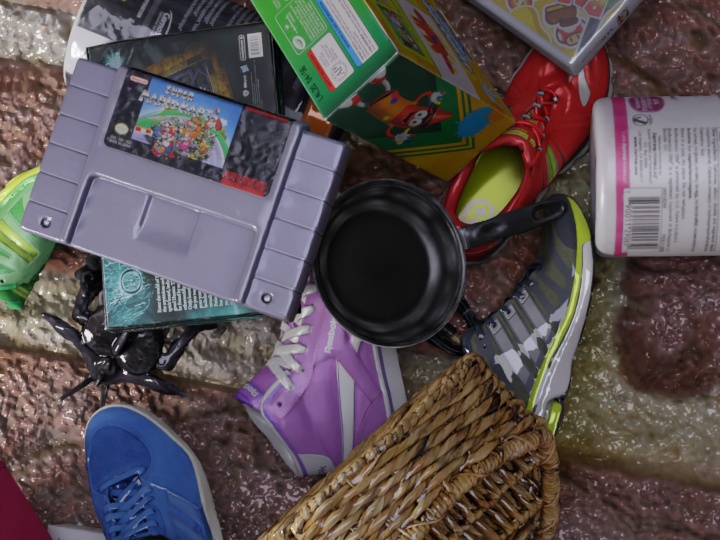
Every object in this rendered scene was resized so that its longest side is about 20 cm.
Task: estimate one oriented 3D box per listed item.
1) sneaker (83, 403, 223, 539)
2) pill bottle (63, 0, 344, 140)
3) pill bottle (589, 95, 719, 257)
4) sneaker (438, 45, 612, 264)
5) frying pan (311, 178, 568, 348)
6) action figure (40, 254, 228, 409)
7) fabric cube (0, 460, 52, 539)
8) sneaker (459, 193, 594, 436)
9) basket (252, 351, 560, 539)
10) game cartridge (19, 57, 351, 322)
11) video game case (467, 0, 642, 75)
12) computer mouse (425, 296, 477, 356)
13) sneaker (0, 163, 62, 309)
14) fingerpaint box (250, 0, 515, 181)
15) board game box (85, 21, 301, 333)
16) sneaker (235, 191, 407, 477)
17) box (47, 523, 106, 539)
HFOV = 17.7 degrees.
[{"bbox_3d":[-0.144,0.175,1.531,0.076,0.111,0.201,-28,74,15],"label":"sneaker"},{"bbox_3d":[-0.104,-0.141,1.657,0.199,0.106,0.107,22,82,7],"label":"pill bottle"},{"bbox_3d":[0.263,-0.067,1.622,0.199,0.113,0.114,0,80,2],"label":"pill bottle"},{"bbox_3d":[0.120,-0.091,1.648,0.077,0.085,0.201,30,83,7],"label":"sneaker"},{"bbox_3d":[0.043,-0.027,1.585,0.190,0.031,0.115,-42,99,-23],"label":"frying pan"},{"bbox_3d":[-0.145,0.013,1.638,0.118,0.102,0.201,31,90,1],"label":"action figure"},{"bbox_3d":[-0.295,0.269,1.527,0.196,0.200,0.200,-39,79,18],"label":"fabric cube"},{"bbox_3d":[0.114,0.040,1.629,0.080,0.074,0.201,14,80,-2],"label":"sneaker"},{"bbox_3d":[0.048,0.171,1.514,0.200,0.143,0.149,-39,88,-28],"label":"basket"},{"bbox_3d":[-0.118,-0.057,1.547,0.199,0.038,0.130,18,91,12],"label":"game cartridge"},{"bbox_3d":[0.141,-0.262,1.676,0.200,0.023,0.182,39,84,27],"label":"video game case"},{"bbox_3d":[0.000,0.000,1.665,0.199,0.034,0.059,29,82,7],"label":"computer mouse"},{"bbox_3d":[-0.246,-0.017,1.664,0.199,0.074,0.084,-29,78,7],"label":"sneaker"},{"bbox_3d":[-0.003,-0.173,1.595,0.073,0.167,0.201,-41,61,17],"label":"fingerpaint box"},{"bbox_3d":[-0.115,-0.063,1.578,0.134,0.028,0.201,-6,82,10],"label":"board game box"},{"bbox_3d":[-0.038,0.046,1.608,0.114,0.073,0.202,-15,95,-17],"label":"sneaker"},{"bbox_3d":[-0.133,0.259,1.595,0.199,0.036,0.145,5,86,23],"label":"box"}]
